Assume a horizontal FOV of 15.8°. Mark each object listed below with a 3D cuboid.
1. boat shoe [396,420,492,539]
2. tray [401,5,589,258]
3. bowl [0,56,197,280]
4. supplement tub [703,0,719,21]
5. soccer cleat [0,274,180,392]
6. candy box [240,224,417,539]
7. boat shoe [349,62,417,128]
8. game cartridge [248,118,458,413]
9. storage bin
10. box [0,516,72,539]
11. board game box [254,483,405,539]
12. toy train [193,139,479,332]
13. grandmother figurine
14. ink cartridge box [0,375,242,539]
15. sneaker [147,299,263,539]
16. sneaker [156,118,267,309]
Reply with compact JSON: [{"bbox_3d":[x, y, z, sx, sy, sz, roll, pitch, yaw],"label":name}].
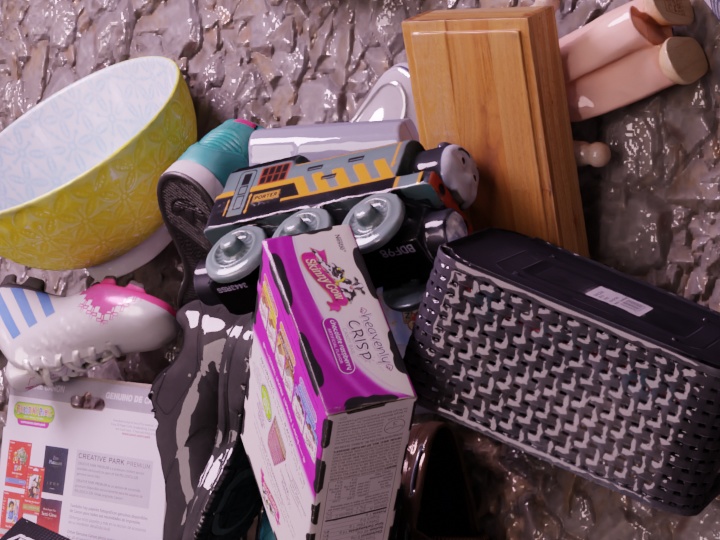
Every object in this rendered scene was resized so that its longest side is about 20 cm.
[{"bbox_3d":[0.050,0.196,1.705,0.072,0.072,0.202,-33,65,47],"label":"boat shoe"},{"bbox_3d":[0.088,-0.066,1.659,0.098,0.037,0.202,2,110,37],"label":"tray"},{"bbox_3d":[-0.194,-0.058,1.925,0.199,0.200,0.108,-6,124,44],"label":"bowl"},{"bbox_3d":[0.261,-0.183,1.475,0.141,0.140,0.201,-51,55,30],"label":"supplement tub"},{"bbox_3d":[-0.212,0.054,1.901,0.199,0.070,0.087,1,60,44],"label":"soccer cleat"},{"bbox_3d":[-0.022,0.090,1.585,0.201,0.061,0.137,100,155,-50],"label":"candy box"},{"bbox_3d":[-0.006,-0.051,1.784,0.073,0.065,0.201,35,112,40],"label":"boat shoe"},{"bbox_3d":[0.000,0.000,1.741,0.132,0.041,0.202,-1,104,30],"label":"game cartridge"},{"bbox_3d":[0.137,0.056,1.549,0.199,0.135,0.094,22,104,17],"label":"storage bin"},{"bbox_3d":[-0.176,0.284,1.856,0.159,0.044,0.201,18,138,33],"label":"box"},{"bbox_3d":[-0.025,0.178,1.757,0.200,0.028,0.136,-145,63,-67],"label":"board game box"},{"bbox_3d":[-0.015,-0.027,1.651,0.199,0.085,0.115,-12,43,32],"label":"toy train"},{"bbox_3d":[0.126,-0.121,1.665,0.199,0.060,0.122,-27,61,38],"label":"grandmother figurine"},{"bbox_3d":[-0.180,0.168,1.932,0.199,0.083,0.177,5,90,44],"label":"ink cartridge box"},{"bbox_3d":[-0.109,0.114,1.811,0.090,0.076,0.202,18,95,27],"label":"sneaker"},{"bbox_3d":[-0.080,-0.032,1.848,0.083,0.121,0.201,23,144,26],"label":"sneaker"}]
